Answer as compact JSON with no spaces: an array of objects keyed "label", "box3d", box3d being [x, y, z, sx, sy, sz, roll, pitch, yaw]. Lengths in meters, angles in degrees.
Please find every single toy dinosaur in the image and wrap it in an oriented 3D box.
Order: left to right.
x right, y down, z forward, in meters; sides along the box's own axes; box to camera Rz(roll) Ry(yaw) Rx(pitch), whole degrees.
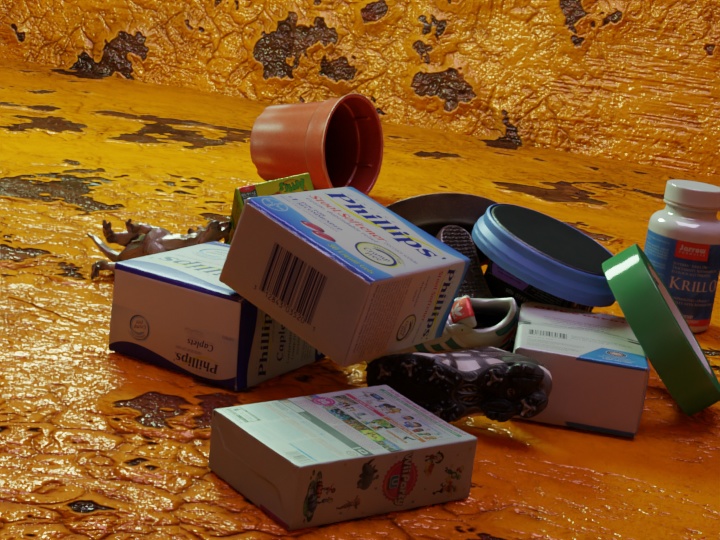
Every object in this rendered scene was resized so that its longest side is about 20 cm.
[{"label":"toy dinosaur","box3d":[-0.276,-0.021,1.859,0.198,0.087,0.135,-3,-6,37]}]

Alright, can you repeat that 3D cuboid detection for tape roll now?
[{"label":"tape roll","box3d":[0.346,0.068,1.585,0.048,0.202,0.200,-30,7,13]}]

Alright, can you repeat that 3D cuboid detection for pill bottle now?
[{"label":"pill bottle","box3d":[0.458,-0.022,1.969,0.111,0.202,0.112,6,14,-2]}]

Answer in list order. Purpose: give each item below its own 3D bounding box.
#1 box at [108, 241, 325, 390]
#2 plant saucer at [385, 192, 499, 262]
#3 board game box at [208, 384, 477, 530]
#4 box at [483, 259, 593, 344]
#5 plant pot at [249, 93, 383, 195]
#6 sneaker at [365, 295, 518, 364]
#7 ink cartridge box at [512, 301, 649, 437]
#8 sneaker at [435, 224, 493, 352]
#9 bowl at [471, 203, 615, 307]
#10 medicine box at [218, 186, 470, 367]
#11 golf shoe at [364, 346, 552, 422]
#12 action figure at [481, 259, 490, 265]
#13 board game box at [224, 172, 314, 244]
[{"label":"box","box3d":[-0.154,0.045,1.583,0.182,0.106,0.199,14,16,28]},{"label":"plant saucer","box3d":[0.103,-0.041,1.836,0.198,0.035,0.201,-2,-25,-1]},{"label":"board game box","box3d":[-0.016,0.165,1.257,0.198,0.065,0.147,-5,19,-35]},{"label":"box","box3d":[0.237,0.025,1.814,0.122,0.107,0.200,30,20,17]},{"label":"plant pot","box3d":[-0.090,-0.233,2.606,0.194,0.203,0.200,6,11,35]},{"label":"sneaker","box3d":[0.091,0.060,1.607,0.197,0.094,0.071,-3,60,-13]},{"label":"ink cartridge box","box3d":[0.245,0.108,1.573,0.145,0.087,0.200,9,12,6]},{"label":"sneaker","box3d":[0.124,0.042,1.732,0.070,0.076,0.202,6,54,-13]},{"label":"bowl","box3d":[0.235,-0.023,1.716,0.199,0.040,0.201,21,20,-8]},{"label":"medicine box","box3d":[-0.015,0.000,1.483,0.181,0.104,0.199,32,24,26]},{"label":"golf shoe","box3d":[0.105,0.119,1.458,0.198,0.079,0.094,4,12,18]},{"label":"action figure","box3d":[0.158,-0.018,1.969,0.065,0.052,0.199,2,-8,-39]},{"label":"board game box","box3d":[-0.123,-0.061,1.867,0.101,0.048,0.200,-14,-18,-14]}]
